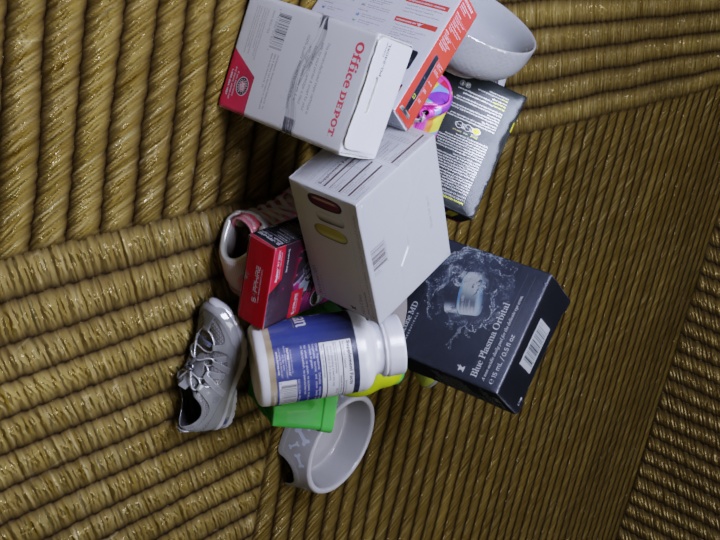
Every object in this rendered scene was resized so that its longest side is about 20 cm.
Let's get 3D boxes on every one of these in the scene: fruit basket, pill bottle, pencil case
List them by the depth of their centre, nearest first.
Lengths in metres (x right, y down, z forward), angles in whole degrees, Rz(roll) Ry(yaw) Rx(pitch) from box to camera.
[{"bbox_3d":[-0.044,0.111,1.547,0.200,0.111,0.111,-8,126,-12],"label":"pill bottle"},{"bbox_3d":[0.059,-0.178,1.568,0.088,0.088,0.200,-39,160,-38],"label":"pencil case"},{"bbox_3d":[-0.045,0.125,1.687,0.215,0.156,0.216,-15,124,-24],"label":"fruit basket"}]

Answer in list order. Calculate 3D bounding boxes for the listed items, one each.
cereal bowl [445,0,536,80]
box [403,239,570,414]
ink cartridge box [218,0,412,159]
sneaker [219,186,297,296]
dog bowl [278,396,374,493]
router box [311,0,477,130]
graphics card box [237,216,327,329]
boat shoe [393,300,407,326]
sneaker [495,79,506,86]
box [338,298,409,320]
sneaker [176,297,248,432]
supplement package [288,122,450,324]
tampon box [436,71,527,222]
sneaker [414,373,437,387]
[{"bbox_3d":[0.146,-0.334,1.665,0.200,0.200,0.083,-20,147,-51],"label":"cereal bowl"},{"bbox_3d":[0.176,0.081,1.762,0.197,0.200,0.117,-64,149,-10],"label":"box"},{"bbox_3d":[-0.055,-0.232,1.397,0.083,0.200,0.145,3,109,-58],"label":"ink cartridge box"},{"bbox_3d":[-0.113,-0.063,1.550,0.200,0.075,0.105,-51,152,-16],"label":"sneaker"},{"bbox_3d":[-0.051,0.274,1.912,0.200,0.059,0.200,-38,140,-41],"label":"dog bowl"},{"bbox_3d":[0.017,-0.286,1.472,0.180,0.200,0.049,-59,147,-11],"label":"router box"},{"bbox_3d":[-0.069,-0.012,1.542,0.200,0.051,0.126,-23,134,-46],"label":"graphics card box"},{"bbox_3d":[0.000,0.000,1.691,0.075,0.093,0.200,-16,94,-46],"label":"boat shoe"},{"bbox_3d":[0.218,-0.308,1.901,0.115,0.075,0.200,-44,141,-28],"label":"sneaker"},{"bbox_3d":[0.023,0.067,1.822,0.200,0.115,0.132,-23,130,-50],"label":"box"},{"bbox_3d":[-0.203,0.133,1.552,0.082,0.075,0.200,-18,122,-43],"label":"sneaker"},{"bbox_3d":[0.016,-0.066,1.469,0.156,0.111,0.200,-43,140,-30],"label":"supplement package"},{"bbox_3d":[0.145,-0.187,1.768,0.150,0.126,0.200,-162,-84,-88],"label":"tampon box"},{"bbox_3d":[0.096,0.122,2.033,0.076,0.075,0.200,-31,126,-34],"label":"sneaker"}]
